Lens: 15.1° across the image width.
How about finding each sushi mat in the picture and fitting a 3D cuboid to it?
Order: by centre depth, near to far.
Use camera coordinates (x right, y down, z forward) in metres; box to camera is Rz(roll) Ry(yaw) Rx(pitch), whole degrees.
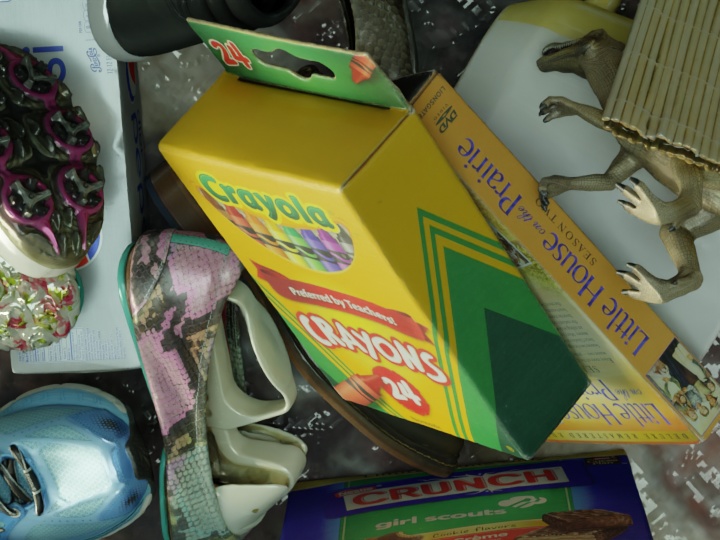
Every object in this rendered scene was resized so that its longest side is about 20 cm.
[{"bbox_3d":[0.161,-0.094,1.148,0.096,0.200,0.012,21,126,2],"label":"sushi mat"}]

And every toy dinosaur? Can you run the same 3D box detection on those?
[{"bbox_3d":[0.142,-0.036,1.104,0.200,0.101,0.058,40,144,17],"label":"toy dinosaur"}]

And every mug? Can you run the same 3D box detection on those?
[{"bbox_3d":[0.120,-0.058,1.232,0.153,0.187,0.149,29,133,5],"label":"mug"}]

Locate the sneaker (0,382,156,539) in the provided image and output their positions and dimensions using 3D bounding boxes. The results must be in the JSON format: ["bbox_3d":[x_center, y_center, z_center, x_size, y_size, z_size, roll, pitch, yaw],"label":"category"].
[{"bbox_3d":[-0.187,0.110,1.257,0.200,0.090,0.078,-13,101,24],"label":"sneaker"}]

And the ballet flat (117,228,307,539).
[{"bbox_3d":[-0.063,0.066,1.246,0.071,0.069,0.200,4,128,14],"label":"ballet flat"}]

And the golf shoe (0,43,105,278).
[{"bbox_3d":[-0.181,-0.065,1.193,0.200,0.073,0.092,53,131,25],"label":"golf shoe"}]

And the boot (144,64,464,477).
[{"bbox_3d":[0.000,0.000,1.261,0.097,0.075,0.200,-42,95,12],"label":"boot"}]

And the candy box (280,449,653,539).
[{"bbox_3d":[0.050,0.145,1.224,0.169,0.200,0.077,-7,99,2],"label":"candy box"}]

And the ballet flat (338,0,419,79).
[{"bbox_3d":[-0.007,-0.134,1.229,0.046,0.067,0.200,-10,89,-10],"label":"ballet flat"}]

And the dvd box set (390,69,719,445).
[{"bbox_3d":[0.055,-0.001,1.183,0.200,0.146,0.029,46,69,-17],"label":"dvd box set"}]

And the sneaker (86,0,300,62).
[{"bbox_3d":[-0.056,-0.190,1.196,0.099,0.071,0.200,3,81,33],"label":"sneaker"}]

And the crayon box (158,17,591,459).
[{"bbox_3d":[-0.001,-0.013,1.139,0.051,0.127,0.200,-49,126,-20],"label":"crayon box"}]

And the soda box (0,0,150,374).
[{"bbox_3d":[-0.135,-0.056,1.257,0.063,0.068,0.200,-3,101,3],"label":"soda box"}]

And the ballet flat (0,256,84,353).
[{"bbox_3d":[-0.219,-0.011,1.232,0.200,0.064,0.076,24,114,27],"label":"ballet flat"}]
